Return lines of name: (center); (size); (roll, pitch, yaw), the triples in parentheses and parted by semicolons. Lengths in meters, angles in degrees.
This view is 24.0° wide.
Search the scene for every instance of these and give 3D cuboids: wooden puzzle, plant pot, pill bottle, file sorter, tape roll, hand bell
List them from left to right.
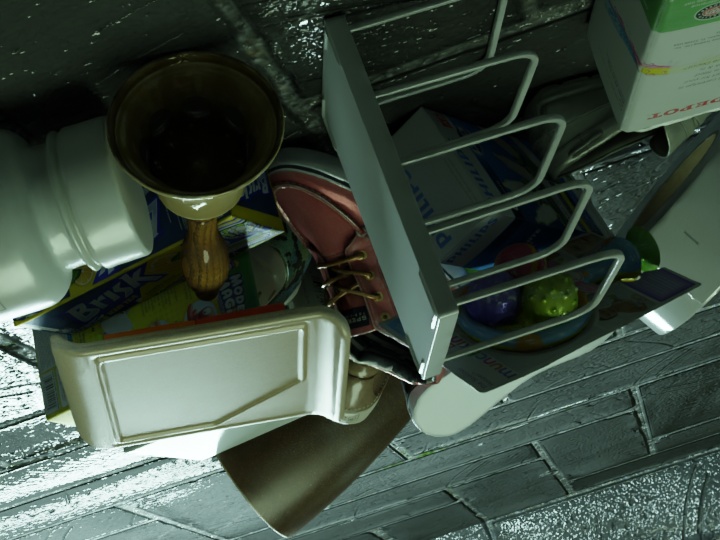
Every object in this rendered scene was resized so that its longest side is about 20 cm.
pill bottle: (-0.235, -0.023, 1.031); (0.200, 0.115, 0.114); (-18, 163, 3)
hand bell: (-0.099, -0.037, 1.069); (0.104, 0.104, 0.200); (-14, 151, -10)
wooden puzzle: (-0.110, 0.072, 1.196); (0.199, 0.037, 0.185); (-5, 154, -5)
plant pot: (-0.033, 0.120, 1.598); (0.200, 0.187, 0.187); (-33, 161, 5)
file sorter: (0.065, -0.059, 1.065); (0.124, 0.200, 0.139); (-18, 163, -9)
tape roll: (0.270, -0.047, 1.322); (0.203, 0.071, 0.202); (-50, 180, 0)

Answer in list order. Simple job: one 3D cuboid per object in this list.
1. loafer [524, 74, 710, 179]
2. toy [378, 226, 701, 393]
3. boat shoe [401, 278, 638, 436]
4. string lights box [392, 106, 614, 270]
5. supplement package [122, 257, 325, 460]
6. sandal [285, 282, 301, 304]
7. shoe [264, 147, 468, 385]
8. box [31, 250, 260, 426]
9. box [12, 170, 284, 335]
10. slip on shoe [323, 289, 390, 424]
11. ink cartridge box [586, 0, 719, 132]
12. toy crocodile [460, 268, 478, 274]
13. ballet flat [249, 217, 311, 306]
loafer: (0.220, -0.116, 1.239); (0.200, 0.070, 0.070); (-16, 163, -1)
toy: (0.124, 0.010, 1.164); (0.200, 0.115, 0.047); (-20, 122, -30)
boat shoe: (0.116, 0.046, 1.280); (0.200, 0.068, 0.072); (-38, 124, 12)
string lights box: (0.104, -0.050, 1.265); (0.059, 0.103, 0.200); (-43, 153, 23)
supplement package: (-0.106, 0.074, 1.446); (0.200, 0.117, 0.117); (-26, 161, 24)
sandal: (-0.143, 0.022, 1.353); (0.202, 0.083, 0.050); (-12, -154, 7)
shoe: (0.000, 0.000, 1.217); (0.071, 0.091, 0.200); (-20, 132, 42)
box: (-0.154, 0.027, 1.252); (0.200, 0.118, 0.048); (-26, 154, 28)
box: (-0.157, -0.021, 1.194); (0.200, 0.064, 0.070); (-25, 161, 25)
slip on shoe: (0.003, 0.035, 1.358); (0.076, 0.200, 0.061); (21, 130, -1)
ink cartridge box: (0.229, -0.174, 1.044); (0.145, 0.088, 0.200); (-15, 161, -3)
toy crocodile: (0.107, 0.010, 1.360); (0.062, 0.068, 0.200); (-47, 157, 7)
ballet flat: (-0.100, 0.028, 1.286); (0.074, 0.074, 0.200); (4, 130, -49)
